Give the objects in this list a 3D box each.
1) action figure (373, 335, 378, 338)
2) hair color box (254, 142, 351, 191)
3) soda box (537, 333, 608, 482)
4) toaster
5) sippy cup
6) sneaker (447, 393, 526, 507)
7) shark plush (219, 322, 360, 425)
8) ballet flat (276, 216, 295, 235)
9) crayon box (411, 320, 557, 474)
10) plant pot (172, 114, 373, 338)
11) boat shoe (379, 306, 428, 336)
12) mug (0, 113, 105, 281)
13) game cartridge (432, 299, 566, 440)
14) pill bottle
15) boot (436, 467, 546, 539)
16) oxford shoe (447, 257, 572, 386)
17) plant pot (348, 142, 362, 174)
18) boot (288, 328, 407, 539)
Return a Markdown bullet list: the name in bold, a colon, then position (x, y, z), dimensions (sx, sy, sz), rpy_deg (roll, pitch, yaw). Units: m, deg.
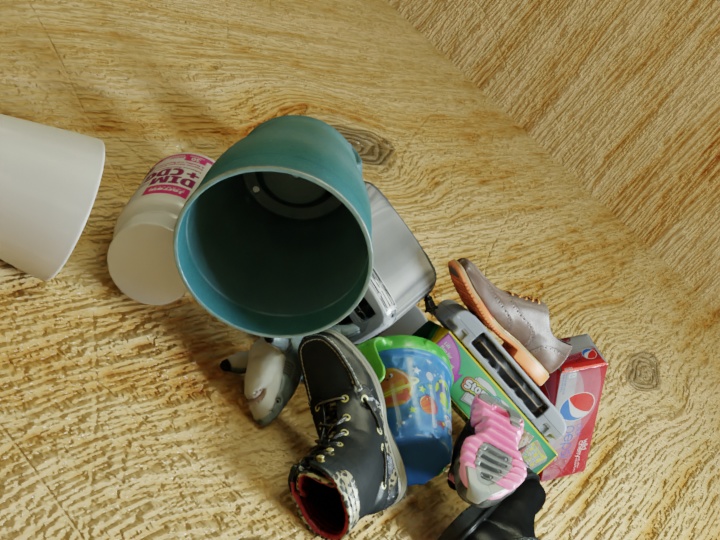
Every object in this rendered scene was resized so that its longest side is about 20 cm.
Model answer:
- **action figure**: position (-0.023, 0.056, 1.749), dimensions (0.130, 0.069, 0.200), rpy_deg (56, 26, 6)
- **hair color box**: position (-0.115, -0.111, 1.744), dimensions (0.099, 0.200, 0.061), rpy_deg (2, 77, -61)
- **soda box**: position (0.263, 0.179, 1.823), dimensions (0.070, 0.200, 0.063), rpy_deg (-11, 40, -16)
- **toaster**: position (0.000, 0.000, 1.676), dimensions (0.200, 0.114, 0.129), rpy_deg (55, 38, -5)
- **sippy cup**: position (0.045, 0.164, 1.564), dimensions (0.178, 0.140, 0.130), rpy_deg (19, 38, -27)
- **sneaker**: position (0.128, 0.215, 1.538), dimensions (0.079, 0.095, 0.200), rpy_deg (34, 22, -1)
- **shark plush**: position (-0.072, 0.101, 1.540), dimensions (0.083, 0.091, 0.200), rpy_deg (59, 26, 3)
- **ballet flat**: position (-0.134, -0.032, 1.653), dimensions (0.069, 0.069, 0.200), rpy_deg (31, -8, -27)
- **crayon box**: position (0.141, 0.158, 1.728), dimensions (0.200, 0.058, 0.173), rpy_deg (48, -1, -5)
- **plant pot**: position (-0.077, -0.065, 1.465), dimensions (0.200, 0.200, 0.188), rpy_deg (35, 30, -15)
- **boat shoe**: position (0.029, 0.044, 1.874), dimensions (0.200, 0.069, 0.057), rpy_deg (48, 5, 7)
- **mug**: position (-0.356, -0.078, 1.367), dimensions (0.153, 0.187, 0.149), rpy_deg (22, 58, -24)
- **game cartridge**: position (0.169, 0.118, 1.728), dimensions (0.200, 0.042, 0.133), rpy_deg (49, 3, -9)
- **pill bottle**: position (-0.207, -0.046, 1.549), dimensions (0.113, 0.113, 0.200), rpy_deg (37, 23, -11)
- **boot**: position (0.186, 0.314, 1.545), dimensions (0.158, 0.079, 0.211), rpy_deg (40, 32, 17)
- **oxford shoe**: position (0.179, 0.047, 1.696), dimensions (0.200, 0.073, 0.071), rpy_deg (49, -2, -25)
- **plant pot**: position (-0.074, -0.127, 1.953), dimensions (0.200, 0.135, 0.200), rpy_deg (36, 20, -15)
- **boot**: position (-0.028, 0.165, 1.424), dimensions (0.204, 0.073, 0.154), rpy_deg (67, 24, 0)
